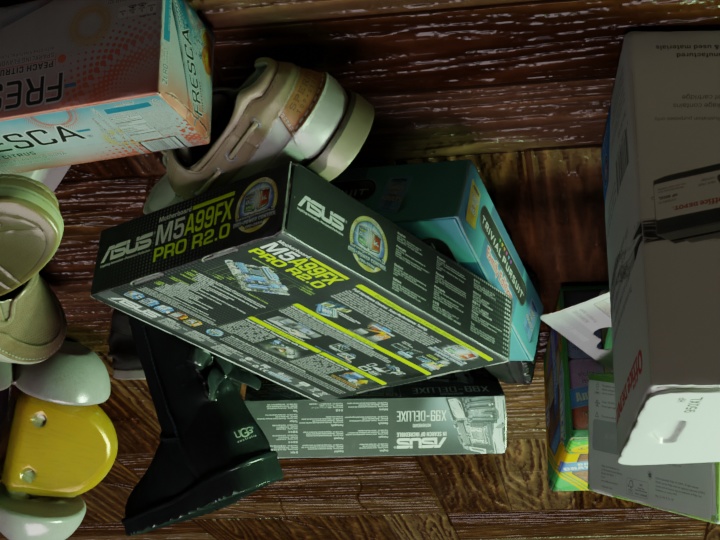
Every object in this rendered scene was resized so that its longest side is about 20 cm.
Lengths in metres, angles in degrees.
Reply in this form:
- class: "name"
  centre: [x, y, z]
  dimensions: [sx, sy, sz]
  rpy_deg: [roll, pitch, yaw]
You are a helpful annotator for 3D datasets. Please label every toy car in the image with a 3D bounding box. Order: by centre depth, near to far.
- class: "toy car"
  centre: [-0.314, 0.131, 1.240]
  dimensions: [0.199, 0.176, 0.150]
  rpy_deg: [10, -167, -23]

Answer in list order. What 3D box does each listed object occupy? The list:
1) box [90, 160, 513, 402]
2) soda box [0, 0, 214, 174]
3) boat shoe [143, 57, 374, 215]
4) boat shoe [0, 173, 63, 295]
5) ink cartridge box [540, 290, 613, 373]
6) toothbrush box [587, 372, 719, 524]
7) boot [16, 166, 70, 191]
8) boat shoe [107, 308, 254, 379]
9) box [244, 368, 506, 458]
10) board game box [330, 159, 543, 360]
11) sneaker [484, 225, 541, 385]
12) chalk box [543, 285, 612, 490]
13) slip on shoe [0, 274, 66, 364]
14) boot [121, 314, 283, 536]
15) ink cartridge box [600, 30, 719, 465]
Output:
- class: "box"
  centre: [-0.032, 0.015, 0.852]
  dimensions: [0.160, 0.044, 0.200]
  rpy_deg: [-17, 147, 39]
- class: "soda box"
  centre: [-0.178, -0.094, 0.757]
  dimensions: [0.199, 0.069, 0.064]
  rpy_deg: [-7, 159, 17]
- class: "boat shoe"
  centre: [-0.076, -0.071, 0.825]
  dimensions: [0.068, 0.075, 0.200]
  rpy_deg: [34, 146, -24]
- class: "boat shoe"
  centre: [-0.234, -0.020, 0.801]
  dimensions: [0.200, 0.063, 0.073]
  rpy_deg: [-22, 133, 40]
- class: "ink cartridge box"
  centre: [0.233, -0.001, 0.953]
  dimensions: [0.199, 0.050, 0.162]
  rpy_deg: [-24, 150, 23]
- class: "toothbrush box"
  centre: [0.274, 0.112, 0.974]
  dimensions: [0.199, 0.087, 0.145]
  rpy_deg: [2, 180, -24]
- class: "boot"
  centre: [-0.234, -0.056, 0.855]
  dimensions: [0.090, 0.073, 0.200]
  rpy_deg: [38, 125, -2]
- class: "boat shoe"
  centre: [-0.100, 0.051, 1.134]
  dimensions: [0.199, 0.057, 0.067]
  rpy_deg: [-4, -174, 1]
- class: "box"
  centre: [0.009, 0.101, 1.150]
  dimensions: [0.199, 0.050, 0.158]
  rpy_deg: [-1, -168, -3]
- class: "board game box"
  centre: [0.000, 0.000, 0.934]
  dimensions: [0.199, 0.047, 0.151]
  rpy_deg: [-3, 142, 26]
- class: "sneaker"
  centre: [0.079, 0.024, 1.057]
  dimensions: [0.090, 0.076, 0.200]
  rpy_deg: [-1, 149, 21]
- class: "chalk box"
  centre: [0.213, 0.087, 1.122]
  dimensions: [0.124, 0.124, 0.200]
  rpy_deg: [-1, 158, 2]
- class: "slip on shoe"
  centre: [-0.252, 0.009, 1.016]
  dimensions: [0.060, 0.076, 0.200]
  rpy_deg: [-4, 150, 19]
- class: "boot"
  centre: [-0.136, 0.099, 1.069]
  dimensions: [0.073, 0.163, 0.198]
  rpy_deg: [-12, 167, -38]
- class: "ink cartridge box"
  centre: [0.181, -0.008, 0.787]
  dimensions: [0.084, 0.201, 0.145]
  rpy_deg: [0, 158, 4]
